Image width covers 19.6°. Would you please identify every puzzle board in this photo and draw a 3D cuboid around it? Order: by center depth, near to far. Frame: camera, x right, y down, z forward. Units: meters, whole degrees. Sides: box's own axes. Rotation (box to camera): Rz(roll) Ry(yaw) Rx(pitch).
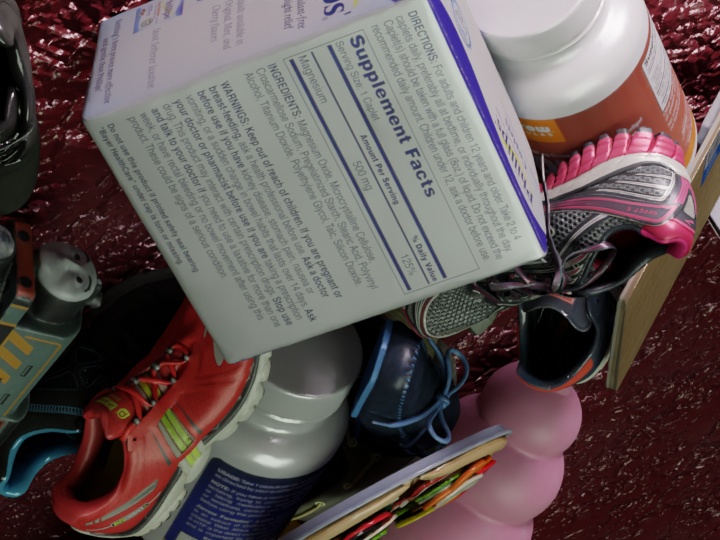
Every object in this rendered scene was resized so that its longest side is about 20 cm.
[{"bbox_3d":[0.209,-0.032,1.375,0.200,0.017,0.151,-60,164,-20],"label":"puzzle board"}]

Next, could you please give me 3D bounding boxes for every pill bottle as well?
[{"bbox_3d":[0.127,-0.120,1.251,0.112,0.112,0.200,-30,144,6],"label":"pill bottle"},{"bbox_3d":[-0.075,0.104,1.392,0.120,0.120,0.200,-2,145,-29],"label":"pill bottle"}]

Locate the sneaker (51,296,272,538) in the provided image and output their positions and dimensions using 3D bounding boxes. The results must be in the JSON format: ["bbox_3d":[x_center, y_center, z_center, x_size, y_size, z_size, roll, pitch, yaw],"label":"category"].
[{"bbox_3d":[-0.125,0.084,1.280,0.085,0.077,0.200,12,112,-49],"label":"sneaker"}]

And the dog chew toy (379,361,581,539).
[{"bbox_3d":[0.096,0.151,1.577,0.124,0.125,0.200,10,124,-39],"label":"dog chew toy"}]

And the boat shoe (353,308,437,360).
[{"bbox_3d":[0.002,0.001,1.380,0.073,0.063,0.201,7,155,33],"label":"boat shoe"}]

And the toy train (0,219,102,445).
[{"bbox_3d":[-0.236,0.042,1.243,0.114,0.085,0.200,14,136,-31],"label":"toy train"}]

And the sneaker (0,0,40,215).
[{"bbox_3d":[-0.206,-0.087,1.110,0.076,0.091,0.200,-20,145,-12],"label":"sneaker"}]

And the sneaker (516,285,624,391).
[{"bbox_3d":[0.149,-0.007,1.382,0.084,0.075,0.200,-27,131,-58],"label":"sneaker"}]

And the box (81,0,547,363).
[{"bbox_3d":[-0.022,-0.073,1.147,0.200,0.105,0.184,-19,125,13],"label":"box"}]

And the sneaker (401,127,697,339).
[{"bbox_3d":[0.107,-0.010,1.240,0.200,0.075,0.081,-31,142,29],"label":"sneaker"}]

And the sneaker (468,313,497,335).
[{"bbox_3d":[0.066,-0.035,1.370,0.085,0.077,0.200,-39,151,2],"label":"sneaker"}]

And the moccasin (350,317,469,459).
[{"bbox_3d":[0.037,0.080,1.369,0.200,0.068,0.081,80,32,-78],"label":"moccasin"}]

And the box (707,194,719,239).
[{"bbox_3d":[0.367,-0.038,1.518,0.176,0.097,0.200,-37,144,12],"label":"box"}]

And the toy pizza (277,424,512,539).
[{"bbox_3d":[0.019,0.163,1.408,0.200,0.032,0.200,-28,172,-4],"label":"toy pizza"}]

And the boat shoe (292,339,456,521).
[{"bbox_3d":[-0.001,0.121,1.514,0.060,0.072,0.202,1,141,-39],"label":"boat shoe"}]

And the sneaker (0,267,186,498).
[{"bbox_3d":[-0.166,0.073,1.344,0.200,0.082,0.073,-34,141,9],"label":"sneaker"}]

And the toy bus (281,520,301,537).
[{"bbox_3d":[-0.082,0.224,1.601,0.078,0.065,0.200,-31,144,9],"label":"toy bus"}]
